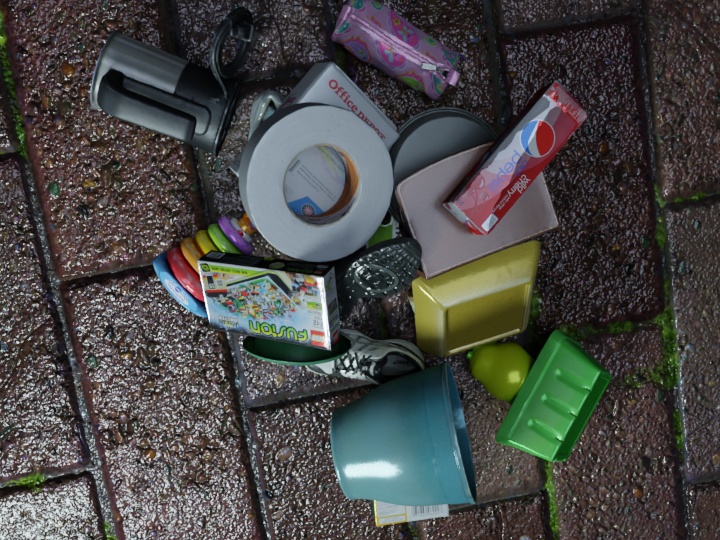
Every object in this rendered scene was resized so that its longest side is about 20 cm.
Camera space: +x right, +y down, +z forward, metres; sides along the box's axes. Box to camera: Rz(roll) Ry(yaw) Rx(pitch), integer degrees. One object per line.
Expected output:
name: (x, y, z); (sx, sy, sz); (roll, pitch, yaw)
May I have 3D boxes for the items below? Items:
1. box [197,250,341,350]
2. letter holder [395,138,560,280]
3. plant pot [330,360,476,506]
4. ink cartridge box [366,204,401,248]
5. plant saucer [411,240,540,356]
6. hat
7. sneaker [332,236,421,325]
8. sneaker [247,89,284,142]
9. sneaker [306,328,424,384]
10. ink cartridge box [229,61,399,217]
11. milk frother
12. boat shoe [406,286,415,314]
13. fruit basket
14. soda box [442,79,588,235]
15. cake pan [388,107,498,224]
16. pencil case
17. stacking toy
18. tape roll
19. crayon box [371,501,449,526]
box: (-0.124, 0.039, 0.960); (0.197, 0.035, 0.112); (7, 117, 24)
letter holder: (0.150, -0.094, 0.978); (0.197, 0.101, 0.144); (-21, 98, -3)
plant pot: (0.059, 0.251, 1.037); (0.185, 0.200, 0.203); (-12, 99, 10)
ink cartridge box: (0.102, -0.108, 1.097); (0.196, 0.076, 0.151); (-1, 98, -5)
plant saucer: (0.182, 0.058, 1.069); (0.197, 0.049, 0.201); (-17, 144, -5)
hat: (-0.088, 0.025, 1.048); (0.162, 0.200, 0.179); (4, 101, 3)
sneaker: (0.000, 0.000, 0.964); (0.198, 0.091, 0.076); (-29, 119, 29)
sneaker: (-0.145, -0.169, 1.058); (0.069, 0.080, 0.204); (2, 99, -9)
sneaker: (0.007, 0.139, 1.113); (0.196, 0.088, 0.077); (1, 100, -5)
ink cartridge box: (-0.064, -0.170, 0.994); (0.144, 0.085, 0.201); (41, 90, -24)
milk frother: (-0.257, -0.285, 0.975); (0.185, 0.181, 0.203); (20, 98, -9)
boat shoe: (0.174, 0.030, 1.131); (0.197, 0.074, 0.067); (-19, 110, 0)
fruit basket: (0.272, 0.184, 1.144); (0.213, 0.155, 0.220); (-8, 74, 30)
soda box: (0.194, -0.140, 0.894); (0.063, 0.070, 0.201); (41, 90, -5)
cake pan: (0.128, -0.138, 1.038); (0.196, 0.037, 0.204); (-1, 98, -6)
pencil case: (0.056, -0.333, 1.056); (0.198, 0.087, 0.088); (29, 94, -9)
stacking toy: (-0.199, -0.036, 1.048); (0.199, 0.110, 0.116); (-41, 100, 3)
tape roll: (-0.058, -0.116, 0.930); (0.197, 0.066, 0.204); (-5, 107, -17)
crayon box: (0.075, 0.307, 1.162); (0.123, 0.052, 0.204); (-6, 99, -6)
